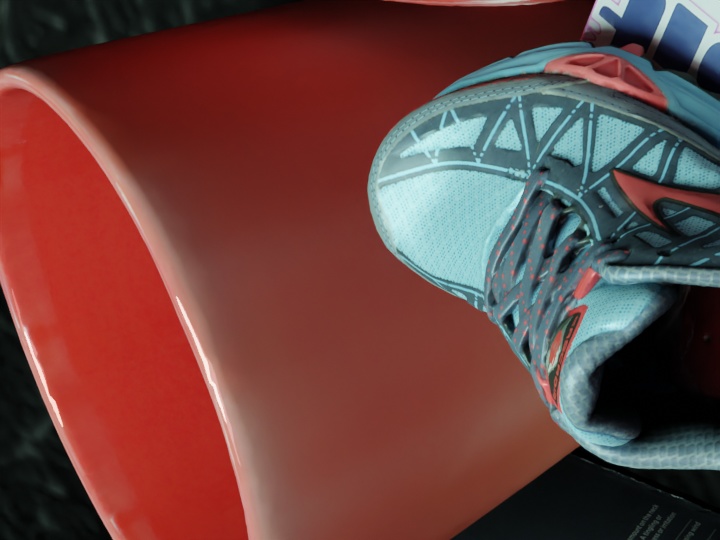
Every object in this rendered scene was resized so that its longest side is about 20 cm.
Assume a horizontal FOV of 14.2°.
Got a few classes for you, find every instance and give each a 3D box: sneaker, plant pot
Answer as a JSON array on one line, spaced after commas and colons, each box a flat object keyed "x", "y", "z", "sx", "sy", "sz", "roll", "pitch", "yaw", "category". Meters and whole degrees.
[{"x": 0.069, "y": 0.001, "z": 0.710, "sx": 0.199, "sy": 0.095, "sz": 0.080, "roll": 19, "pitch": 121, "yaw": 37, "category": "sneaker"}, {"x": 0.000, "y": 0.000, "z": 0.896, "sx": 0.201, "sy": 0.177, "sz": 0.201, "roll": 53, "pitch": 156, "yaw": 36, "category": "plant pot"}]

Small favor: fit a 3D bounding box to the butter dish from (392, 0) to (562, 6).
[{"x": 0.030, "y": -0.144, "z": 0.834, "sx": 0.198, "sy": 0.201, "sz": 0.148, "roll": 7, "pitch": 145, "yaw": 29, "category": "butter dish"}]

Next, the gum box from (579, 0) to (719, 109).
[{"x": 0.142, "y": -0.026, "z": 0.747, "sx": 0.200, "sy": 0.066, "sz": 0.114, "roll": 42, "pitch": 134, "yaw": 22, "category": "gum box"}]

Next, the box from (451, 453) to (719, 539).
[{"x": 0.045, "y": 0.168, "z": 1.058, "sx": 0.181, "sy": 0.104, "sz": 0.201, "roll": 21, "pitch": 128, "yaw": 21, "category": "box"}]
